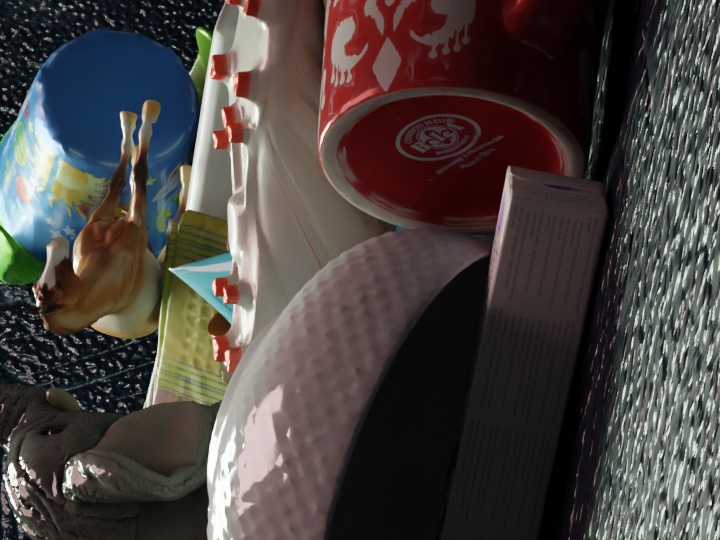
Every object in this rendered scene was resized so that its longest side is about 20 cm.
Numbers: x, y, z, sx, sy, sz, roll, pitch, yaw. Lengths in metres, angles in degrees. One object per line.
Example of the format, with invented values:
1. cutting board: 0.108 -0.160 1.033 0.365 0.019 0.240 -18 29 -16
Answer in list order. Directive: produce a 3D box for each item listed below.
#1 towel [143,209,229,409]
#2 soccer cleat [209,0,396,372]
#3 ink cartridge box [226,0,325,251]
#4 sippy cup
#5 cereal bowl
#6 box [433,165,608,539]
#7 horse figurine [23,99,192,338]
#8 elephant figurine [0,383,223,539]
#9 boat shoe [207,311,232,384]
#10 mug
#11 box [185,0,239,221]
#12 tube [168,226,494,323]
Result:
1. towel: -0.026 0.056 1.554 0.023 0.200 0.144 -32 -45 -60
2. soccer cleat: -0.022 -0.042 1.252 0.069 0.078 0.200 -137 47 -70
3. ink cartridge box: 0.026 -0.114 1.414 0.145 0.145 0.200 104 175 -56
4. sippy cup: -0.151 -0.073 1.734 0.130 0.140 0.178 110 169 -63
5. cereal bowl: -0.004 0.073 1.190 0.200 0.083 0.200 -48 -32 -44
6. box: 0.059 0.060 1.151 0.039 0.041 0.200 -85 4 -70
7. horse figurine: -0.129 -0.012 1.592 0.200 0.050 0.133 76 -154 -77
8. elephant figurine: -0.103 0.111 1.379 0.155 0.200 0.142 165 99 -71
9. boat shoe: 0.005 0.053 1.467 0.200 0.070 0.070 8 125 51
10. mug: 0.046 -0.137 1.190 0.178 0.133 0.200 101 176 -59
11. box: -0.005 -0.060 1.657 0.200 0.171 0.199 -82 2 -67
12. tube: 0.000 0.000 1.369 0.200 0.077 0.050 -20 32 42
